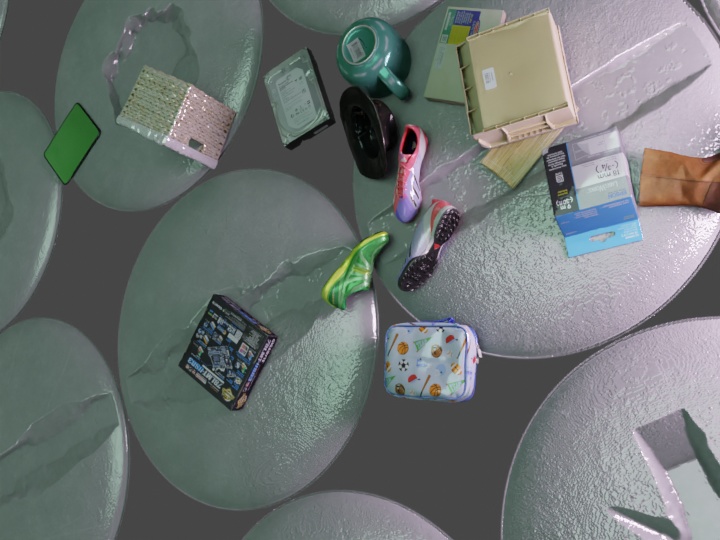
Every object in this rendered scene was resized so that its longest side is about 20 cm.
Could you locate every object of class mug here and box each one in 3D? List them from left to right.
[{"bbox_3d":[0.034,-0.467,1.527,0.182,0.114,0.156,17,91,29],"label":"mug"}]

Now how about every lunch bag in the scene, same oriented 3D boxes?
[{"bbox_3d":[0.143,0.177,1.396,0.196,0.075,0.165,-2,79,29],"label":"lunch bag"}]

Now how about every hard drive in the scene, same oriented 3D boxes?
[{"bbox_3d":[-0.148,-0.408,1.662,0.138,0.038,0.204,-25,71,23],"label":"hard drive"}]

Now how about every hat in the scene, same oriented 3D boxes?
[{"bbox_3d":[0.032,-0.305,1.517,0.201,0.080,0.204,46,148,41],"label":"hat"}]

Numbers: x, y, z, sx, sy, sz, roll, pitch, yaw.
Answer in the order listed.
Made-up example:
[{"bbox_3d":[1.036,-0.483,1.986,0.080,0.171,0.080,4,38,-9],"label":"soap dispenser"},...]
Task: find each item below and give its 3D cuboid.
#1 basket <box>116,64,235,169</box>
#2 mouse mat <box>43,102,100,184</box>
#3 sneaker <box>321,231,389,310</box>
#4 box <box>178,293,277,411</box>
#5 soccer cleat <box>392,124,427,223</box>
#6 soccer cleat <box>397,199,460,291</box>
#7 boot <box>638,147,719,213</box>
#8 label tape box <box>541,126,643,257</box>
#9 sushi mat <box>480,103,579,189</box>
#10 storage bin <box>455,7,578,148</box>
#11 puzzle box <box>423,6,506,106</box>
[{"bbox_3d":[-0.450,-0.376,1.731,0.198,0.197,0.164,27,93,29],"label":"basket"},{"bbox_3d":[-0.849,-0.372,2.056,0.161,0.007,0.201,46,105,26],"label":"mouse mat"},{"bbox_3d":[0.000,0.000,1.512,0.083,0.074,0.201,40,99,2],"label":"sneaker"},{"bbox_3d":[-0.316,0.192,1.657,0.198,0.049,0.202,31,98,28],"label":"box"},{"bbox_3d":[0.098,-0.205,1.475,0.065,0.076,0.205,9,87,29],"label":"soccer cleat"},{"bbox_3d":[0.131,-0.052,1.449,0.203,0.067,0.073,-61,38,12],"label":"soccer cleat"},{"bbox_3d":[0.599,-0.196,1.223,0.197,0.068,0.193,12,96,37],"label":"boot"},{"bbox_3d":[0.427,-0.143,1.293,0.141,0.063,0.205,-14,75,27],"label":"label tape box"},{"bbox_3d":[0.334,-0.268,1.391,0.096,0.012,0.201,45,104,28],"label":"sushi mat"},{"bbox_3d":[0.300,-0.366,1.358,0.194,0.093,0.205,-13,78,23],"label":"storage bin"},{"bbox_3d":[0.220,-0.451,1.474,0.131,0.025,0.205,16,90,30],"label":"puzzle box"}]
